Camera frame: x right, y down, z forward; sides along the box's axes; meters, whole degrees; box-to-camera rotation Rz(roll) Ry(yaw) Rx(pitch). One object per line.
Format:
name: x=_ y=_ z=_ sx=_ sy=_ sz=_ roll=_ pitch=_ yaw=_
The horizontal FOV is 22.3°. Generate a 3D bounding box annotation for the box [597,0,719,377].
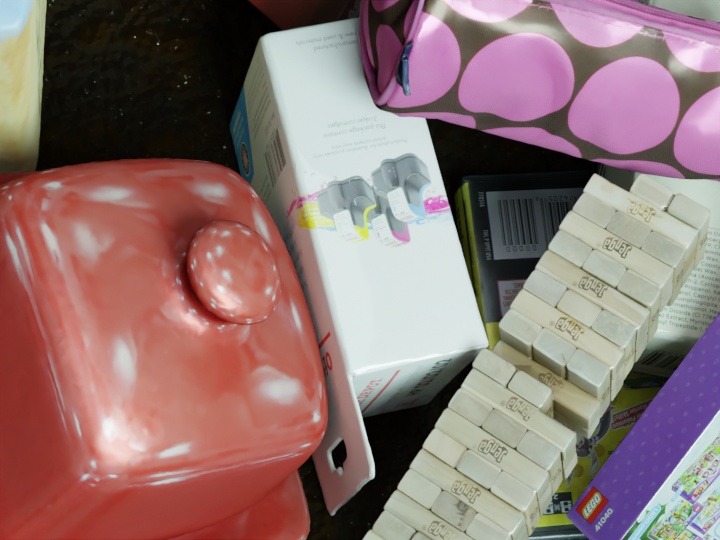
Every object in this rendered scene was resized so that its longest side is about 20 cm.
box: x=0.159 y=-0.052 z=0.879 sx=0.081 sy=0.068 sz=0.202 roll=11 pitch=72 yaw=-8

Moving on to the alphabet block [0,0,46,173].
alphabet block: x=-0.232 y=-0.159 z=0.800 sx=0.194 sy=0.200 sz=0.198 roll=4 pitch=73 yaw=-7

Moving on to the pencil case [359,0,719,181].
pencil case: x=0.101 y=-0.092 z=0.783 sx=0.198 sy=0.094 sz=0.091 roll=10 pitch=48 yaw=-17

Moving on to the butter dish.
butter dish: x=-0.088 y=0.026 z=0.771 sx=0.199 sy=0.148 sz=0.201 roll=-7 pitch=70 yaw=-44

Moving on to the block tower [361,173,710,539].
block tower: x=0.076 y=0.053 z=0.783 sx=0.054 sy=0.058 sz=0.201 roll=30 pitch=77 yaw=17

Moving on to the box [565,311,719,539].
box: x=0.200 y=0.066 z=0.820 sx=0.137 sy=0.039 sz=0.200 roll=35 pitch=95 yaw=-36

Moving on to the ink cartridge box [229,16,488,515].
ink cartridge box: x=0.000 y=0.000 z=0.838 sx=0.067 sy=0.115 sz=0.202 roll=-11 pitch=76 yaw=-14

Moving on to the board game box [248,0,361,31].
board game box: x=-0.002 y=-0.209 z=0.841 sx=0.103 sy=0.019 sz=0.201 roll=41 pitch=113 yaw=21

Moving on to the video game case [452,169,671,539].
video game case: x=0.152 y=0.038 z=0.901 sx=0.198 sy=0.026 sz=0.182 roll=-3 pitch=74 yaw=-11
